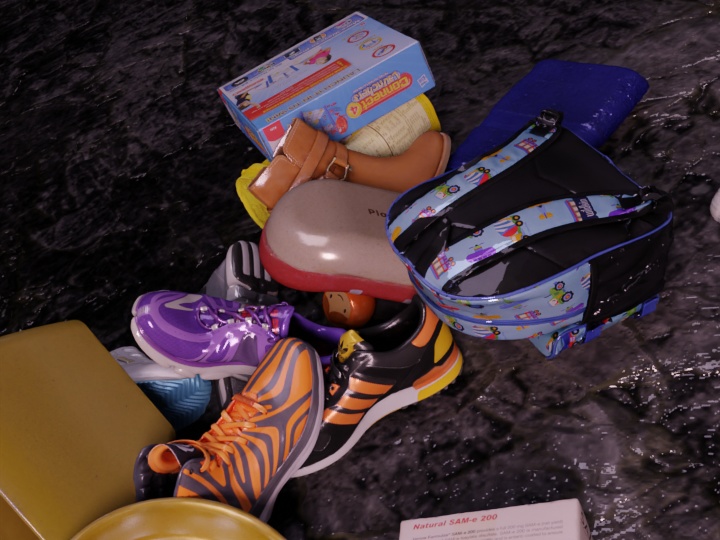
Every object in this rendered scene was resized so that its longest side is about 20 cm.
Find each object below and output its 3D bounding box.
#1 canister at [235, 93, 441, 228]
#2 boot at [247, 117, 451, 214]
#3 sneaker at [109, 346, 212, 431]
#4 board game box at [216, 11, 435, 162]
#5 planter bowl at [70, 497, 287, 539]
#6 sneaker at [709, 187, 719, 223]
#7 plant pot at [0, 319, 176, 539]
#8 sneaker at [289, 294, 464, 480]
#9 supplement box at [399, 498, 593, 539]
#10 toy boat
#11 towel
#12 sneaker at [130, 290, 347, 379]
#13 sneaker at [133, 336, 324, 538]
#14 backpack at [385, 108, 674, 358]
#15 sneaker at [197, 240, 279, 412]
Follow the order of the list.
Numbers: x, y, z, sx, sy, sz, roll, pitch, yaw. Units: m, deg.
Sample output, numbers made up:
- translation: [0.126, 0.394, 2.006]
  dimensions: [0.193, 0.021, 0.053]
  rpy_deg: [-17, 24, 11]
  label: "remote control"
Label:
- translation: [-0.021, -0.125, 1.162]
  dimensions: [0.148, 0.087, 0.200]
  rpy_deg: [15, 51, 46]
  label: "canister"
- translation: [-0.007, -0.104, 1.042]
  dimensions: [0.200, 0.155, 0.074]
  rpy_deg: [-56, 13, -24]
  label: "boot"
- translation: [-0.217, 0.109, 0.981]
  dimensions: [0.199, 0.077, 0.081]
  rpy_deg: [-13, 40, 35]
  label: "sneaker"
- translation: [-0.044, -0.208, 1.167]
  dimensions: [0.199, 0.056, 0.196]
  rpy_deg: [-30, 30, -6]
  label: "board game box"
- translation: [-0.126, 0.263, 0.707]
  dimensions: [0.199, 0.084, 0.201]
  rpy_deg: [11, 41, -10]
  label: "planter bowl"
- translation: [0.371, -0.088, 0.886]
  dimensions: [0.072, 0.072, 0.200]
  rpy_deg: [37, 57, 15]
  label: "sneaker"
- translation: [-0.275, 0.158, 0.846]
  dimensions: [0.200, 0.200, 0.176]
  rpy_deg: [-39, 4, 39]
  label: "plant pot"
- translation: [-0.012, 0.092, 0.873]
  dimensions: [0.200, 0.090, 0.070]
  rpy_deg: [-31, 35, -6]
  label: "sneaker"
- translation: [0.083, 0.247, 0.629]
  dimensions: [0.125, 0.074, 0.200]
  rpy_deg: [-12, 38, 21]
  label: "supplement box"
- translation: [0.000, 0.000, 0.962]
  dimensions: [0.199, 0.131, 0.131]
  rpy_deg: [10, 34, -20]
  label: "toy boat"
- translation: [0.194, -0.142, 1.078]
  dimensions: [0.147, 0.050, 0.200]
  rpy_deg: [19, 57, 42]
  label: "towel"
- translation: [-0.099, 0.049, 0.900]
  dimensions: [0.083, 0.199, 0.081]
  rpy_deg: [128, 149, -48]
  label: "sneaker"
- translation: [-0.103, 0.135, 0.806]
  dimensions: [0.077, 0.112, 0.201]
  rpy_deg: [9, 72, 42]
  label: "sneaker"
- translation: [0.128, -0.016, 0.842]
  dimensions: [0.199, 0.135, 0.183]
  rpy_deg: [-25, 44, -16]
  label: "backpack"
- translation: [-0.128, 0.079, 1.002]
  dimensions: [0.115, 0.075, 0.201]
  rpy_deg: [-36, 43, 40]
  label: "sneaker"
